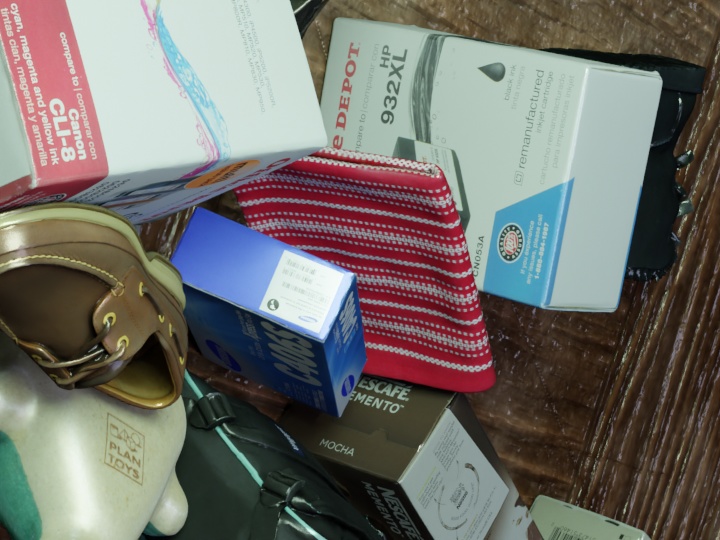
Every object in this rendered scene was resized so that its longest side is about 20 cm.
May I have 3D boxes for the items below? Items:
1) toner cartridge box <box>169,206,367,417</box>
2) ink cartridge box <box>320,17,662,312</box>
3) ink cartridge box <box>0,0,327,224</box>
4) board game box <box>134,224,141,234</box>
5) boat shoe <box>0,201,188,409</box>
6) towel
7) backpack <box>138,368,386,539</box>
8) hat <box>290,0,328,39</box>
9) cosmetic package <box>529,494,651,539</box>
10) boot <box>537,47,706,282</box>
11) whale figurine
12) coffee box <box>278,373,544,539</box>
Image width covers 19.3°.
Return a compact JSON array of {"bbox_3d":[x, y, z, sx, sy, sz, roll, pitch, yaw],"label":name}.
[{"bbox_3d":[-0.049,0.027,1.189,0.200,0.095,0.043,81,34,-74],"label":"toner cartridge box"},{"bbox_3d":[0.068,-0.067,1.289,0.084,0.199,0.146,1,102,-49],"label":"ink cartridge box"},{"bbox_3d":[-0.142,-0.098,1.021,0.200,0.145,0.145,-12,84,-49],"label":"ink cartridge box"},{"bbox_3d":[-0.189,-0.046,1.116,0.200,0.023,0.105,3,97,-51],"label":"board game box"},{"bbox_3d":[-0.128,0.020,1.005,0.200,0.072,0.068,40,31,-68],"label":"boat shoe"},{"bbox_3d":[0.000,0.000,1.248,0.200,0.144,0.023,73,34,-49],"label":"towel"},{"bbox_3d":[-0.064,0.175,1.227,0.153,0.176,0.200,-50,145,2],"label":"backpack"},{"bbox_3d":[-0.067,-0.149,1.177,0.201,0.081,0.201,-51,-178,3],"label":"hat"},{"bbox_3d":[0.200,0.260,1.646,0.073,0.103,0.200,-59,139,-17],"label":"cosmetic package"},{"bbox_3d":[0.180,-0.076,1.536,0.198,0.073,0.163,-3,107,-52],"label":"boot"},{"bbox_3d":[-0.159,0.106,1.095,0.159,0.103,0.201,38,33,-41],"label":"whale figurine"},{"bbox_3d":[0.037,0.151,1.396,0.080,0.113,0.200,-54,139,-24],"label":"coffee box"}]
